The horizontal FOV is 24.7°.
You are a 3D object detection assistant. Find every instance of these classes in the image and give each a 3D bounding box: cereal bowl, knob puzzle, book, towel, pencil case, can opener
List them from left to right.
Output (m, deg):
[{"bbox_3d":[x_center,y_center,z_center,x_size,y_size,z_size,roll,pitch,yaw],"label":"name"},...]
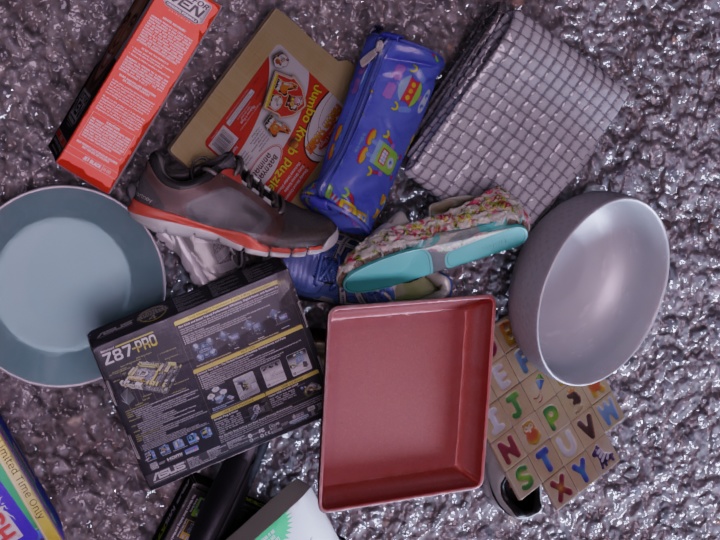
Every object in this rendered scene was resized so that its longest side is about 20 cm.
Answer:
[{"bbox_3d":[-0.123,0.197,1.639,0.078,0.063,0.201,12,73,22],"label":"can opener"},{"bbox_3d":[-0.068,-0.124,1.606,0.218,0.030,0.221,-3,96,-29],"label":"knob puzzle"},{"bbox_3d":[-0.068,0.322,1.653,0.133,0.048,0.201,-40,126,-20],"label":"book"},{"bbox_3d":[0.010,-0.136,1.585,0.087,0.078,0.201,31,79,-49],"label":"pencil case"},{"bbox_3d":[0.145,-0.143,1.638,0.165,0.086,0.200,31,99,-27],"label":"towel"},{"bbox_3d":[0.221,0.011,1.680,0.199,0.083,0.201,-18,120,-35],"label":"cereal bowl"}]

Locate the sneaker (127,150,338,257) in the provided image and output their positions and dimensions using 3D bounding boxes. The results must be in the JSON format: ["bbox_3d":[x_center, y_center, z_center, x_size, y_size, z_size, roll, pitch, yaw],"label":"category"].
[{"bbox_3d":[-0.111,-0.065,1.524,0.199,0.077,0.082,10,104,-16],"label":"sneaker"}]

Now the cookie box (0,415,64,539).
[{"bbox_3d":[-0.411,0.235,1.584,0.199,0.075,0.172,-29,108,-8],"label":"cookie box"}]

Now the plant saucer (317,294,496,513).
[{"bbox_3d":[0.038,0.124,1.605,0.199,0.037,0.201,-4,102,-35],"label":"plant saucer"}]

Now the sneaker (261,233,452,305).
[{"bbox_3d":[0.000,0.000,1.629,0.199,0.077,0.076,7,86,-21],"label":"sneaker"}]

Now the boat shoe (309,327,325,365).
[{"bbox_3d":[0.001,0.103,1.665,0.199,0.073,0.063,13,97,-19],"label":"boat shoe"}]

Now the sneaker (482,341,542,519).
[{"bbox_3d":[0.156,0.167,1.721,0.073,0.080,0.201,-17,106,-8],"label":"sneaker"}]

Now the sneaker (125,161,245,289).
[{"bbox_3d":[-0.137,-0.022,1.594,0.082,0.075,0.200,-38,110,-2],"label":"sneaker"}]

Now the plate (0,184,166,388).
[{"bbox_3d":[-0.288,0.014,1.590,0.199,0.026,0.202,-4,105,-14],"label":"plate"}]

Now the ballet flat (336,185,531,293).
[{"bbox_3d":[0.065,-0.031,1.580,0.199,0.064,0.076,-15,148,-10],"label":"ballet flat"}]

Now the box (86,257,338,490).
[{"bbox_3d":[-0.138,0.098,1.564,0.199,0.049,0.162,-23,115,-7],"label":"box"}]

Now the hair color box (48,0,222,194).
[{"bbox_3d":[-0.211,-0.178,1.523,0.061,0.101,0.201,31,93,-20],"label":"hair color box"}]

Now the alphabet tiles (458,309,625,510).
[{"bbox_3d":[0.191,0.137,1.711,0.166,0.006,0.201,-32,97,-30],"label":"alphabet tiles"}]

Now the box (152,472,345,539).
[{"bbox_3d":[-0.136,0.333,1.698,0.192,0.048,0.201,28,94,-18],"label":"box"}]
